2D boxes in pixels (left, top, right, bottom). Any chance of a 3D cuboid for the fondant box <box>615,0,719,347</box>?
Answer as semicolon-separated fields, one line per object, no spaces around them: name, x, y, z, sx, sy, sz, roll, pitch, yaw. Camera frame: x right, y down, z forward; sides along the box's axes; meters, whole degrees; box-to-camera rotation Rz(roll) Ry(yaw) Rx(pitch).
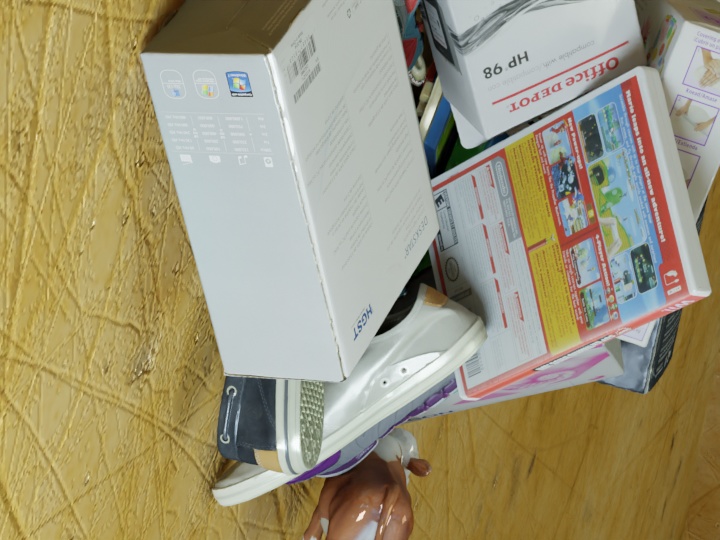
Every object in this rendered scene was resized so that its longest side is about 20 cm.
fondant box;0.177;-0.070;1.559;0.144;0.058;0.201;-102;-149;-72

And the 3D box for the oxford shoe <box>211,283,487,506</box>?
oxford shoe;-0.015;0.075;1.538;0.200;0.058;0.075;-37;-173;11

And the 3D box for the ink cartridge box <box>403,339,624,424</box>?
ink cartridge box;0.077;0.063;1.739;0.200;0.196;0.043;37;42;-75

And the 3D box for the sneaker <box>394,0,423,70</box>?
sneaker;-0.008;-0.127;1.456;0.200;0.079;0.096;60;48;-69

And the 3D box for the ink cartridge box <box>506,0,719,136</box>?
ink cartridge box;0.163;-0.146;1.686;0.200;0.117;0.067;-45;-169;-16

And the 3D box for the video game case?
video game case;0.118;-0.019;1.509;0.017;0.200;0.143;5;67;-42

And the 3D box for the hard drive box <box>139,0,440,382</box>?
hard drive box;-0.032;-0.066;1.337;0.156;0.077;0.201;-56;141;-50

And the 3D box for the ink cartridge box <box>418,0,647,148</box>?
ink cartridge box;0.099;-0.162;1.491;0.067;0.116;0.200;50;-17;54

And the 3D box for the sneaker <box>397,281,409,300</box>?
sneaker;0.000;0.000;1.602;0.200;0.082;0.073;-24;125;-73

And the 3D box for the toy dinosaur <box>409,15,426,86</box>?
toy dinosaur;0.043;-0.223;1.619;0.088;0.047;0.201;-50;154;-90

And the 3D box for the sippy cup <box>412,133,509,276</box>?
sippy cup;0.116;-0.036;1.755;0.178;0.130;0.140;-66;177;-50

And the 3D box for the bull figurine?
bull figurine;-0.002;0.171;1.714;0.122;0.065;0.200;-62;180;5

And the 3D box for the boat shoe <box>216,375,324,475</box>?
boat shoe;-0.055;0.020;1.465;0.075;0.062;0.201;26;64;-70

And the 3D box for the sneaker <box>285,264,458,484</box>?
sneaker;0.012;0.074;1.613;0.200;0.074;0.087;-49;169;26

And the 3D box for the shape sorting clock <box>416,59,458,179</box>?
shape sorting clock;0.057;-0.131;1.734;0.200;0.039;0.201;20;90;-84

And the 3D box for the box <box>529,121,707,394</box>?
box;0.155;-0.034;1.912;0.124;0.199;0.197;-39;142;-69
